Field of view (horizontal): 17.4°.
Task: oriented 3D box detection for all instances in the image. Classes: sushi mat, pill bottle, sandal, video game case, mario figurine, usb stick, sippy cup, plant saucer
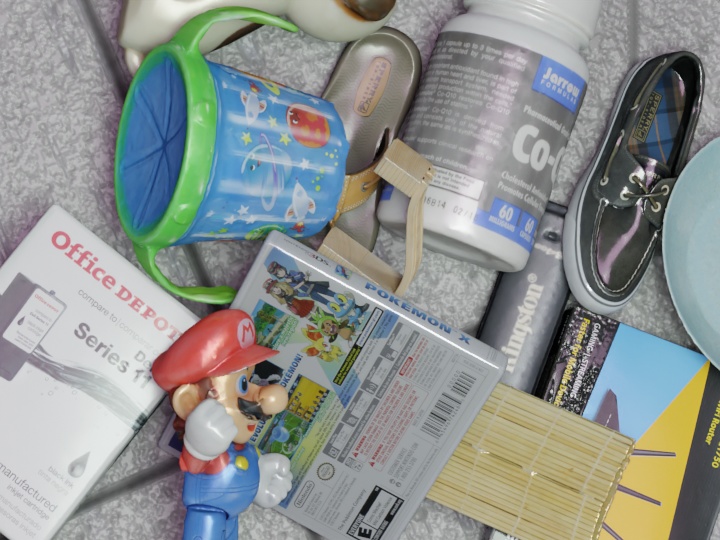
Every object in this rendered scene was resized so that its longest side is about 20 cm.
[{"bbox_3d":[0.087,0.124,1.642,0.199,0.012,0.096,22,86,23],"label":"sushi mat"},{"bbox_3d":[0.094,-0.110,1.654,0.113,0.114,0.201,20,84,-4],"label":"pill bottle"},{"bbox_3d":[-0.006,-0.081,1.671,0.081,0.055,0.201,23,84,-3],"label":"sandal"},{"bbox_3d":[-0.022,0.091,1.612,0.182,0.022,0.201,28,124,-2],"label":"video game case"},{"bbox_3d":[-0.079,0.125,1.560,0.105,0.123,0.202,-4,102,-21],"label":"mario figurine"},{"bbox_3d":[0.110,0.048,1.680,0.055,0.033,0.201,19,83,15],"label":"usb stick"},{"bbox_3d":[-0.083,-0.076,1.592,0.130,0.178,0.140,8,46,-26],"label":"sippy cup"},{"bbox_3d":[0.294,-0.002,1.685,0.200,0.039,0.202,6,75,-22],"label":"plant saucer"}]

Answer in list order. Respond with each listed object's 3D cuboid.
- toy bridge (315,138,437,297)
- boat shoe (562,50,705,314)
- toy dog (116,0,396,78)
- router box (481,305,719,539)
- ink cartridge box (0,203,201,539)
[{"bbox_3d":[0.000,0.000,1.618,0.067,0.027,0.200,35,128,-1],"label":"toy bridge"},{"bbox_3d":[0.195,-0.067,1.668,0.068,0.057,0.201,23,71,-16],"label":"boat shoe"},{"bbox_3d":[-0.068,-0.211,1.635,0.198,0.140,0.195,0,82,-9],"label":"toy dog"},{"bbox_3d":[0.182,0.145,1.671,0.148,0.051,0.201,20,82,-4],"label":"router box"},{"bbox_3d":[-0.216,0.075,1.623,0.146,0.083,0.200,38,82,-2],"label":"ink cartridge box"}]
